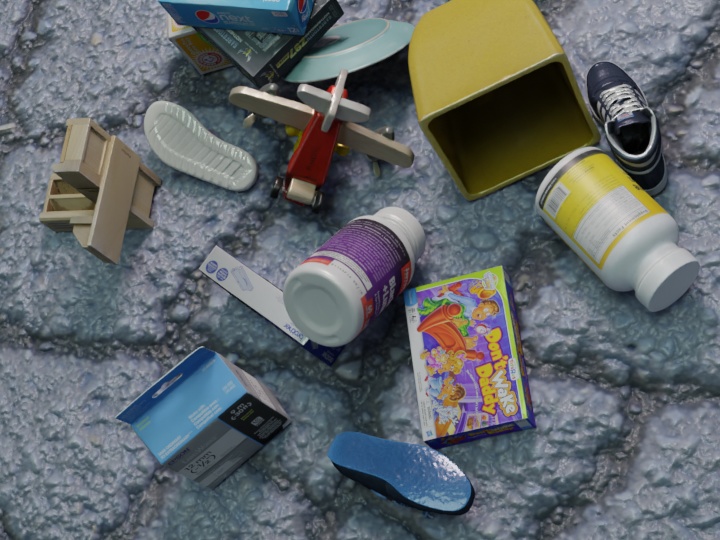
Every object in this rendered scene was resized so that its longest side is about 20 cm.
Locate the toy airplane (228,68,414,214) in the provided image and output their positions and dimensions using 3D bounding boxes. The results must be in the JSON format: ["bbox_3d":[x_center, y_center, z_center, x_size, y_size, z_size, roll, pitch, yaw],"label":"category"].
[{"bbox_3d":[-0.051,-0.192,1.708,0.198,0.201,0.142,-16,35,23],"label":"toy airplane"}]

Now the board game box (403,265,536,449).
[{"bbox_3d":[0.133,0.107,1.590,0.133,0.045,0.202,-15,64,17],"label":"board game box"}]

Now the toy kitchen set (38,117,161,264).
[{"bbox_3d":[-0.413,-0.092,1.808,0.179,0.200,0.165,-1,68,22],"label":"toy kitchen set"}]

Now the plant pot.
[{"bbox_3d":[0.167,-0.251,1.643,0.193,0.196,0.201,-24,56,12],"label":"plant pot"}]

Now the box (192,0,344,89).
[{"bbox_3d":[-0.143,-0.361,1.762,0.158,0.051,0.200,-45,61,-3],"label":"box"}]

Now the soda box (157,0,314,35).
[{"bbox_3d":[-0.165,-0.365,1.706,0.198,0.064,0.068,9,73,22],"label":"soda box"}]

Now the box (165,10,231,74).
[{"bbox_3d":[-0.173,-0.379,1.874,0.198,0.113,0.102,-13,65,15],"label":"box"}]

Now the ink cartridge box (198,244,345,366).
[{"bbox_3d":[-0.115,0.046,1.690,0.199,0.094,0.044,33,84,30],"label":"ink cartridge box"}]

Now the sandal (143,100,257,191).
[{"bbox_3d":[-0.232,-0.172,1.857,0.202,0.050,0.083,35,100,17],"label":"sandal"}]

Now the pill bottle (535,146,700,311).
[{"bbox_3d":[0.310,-0.047,1.541,0.112,0.112,0.200,-41,60,2],"label":"pill bottle"}]

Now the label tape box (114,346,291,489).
[{"bbox_3d":[-0.193,0.187,1.604,0.143,0.200,0.066,-40,61,3],"label":"label tape box"}]

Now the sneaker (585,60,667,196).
[{"bbox_3d":[0.326,-0.198,1.596,0.070,0.109,0.201,-23,62,12],"label":"sneaker"}]

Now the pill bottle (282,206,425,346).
[{"bbox_3d":[0.000,0.000,1.606,0.111,0.112,0.200,16,37,27],"label":"pill bottle"}]

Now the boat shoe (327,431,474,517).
[{"bbox_3d":[0.056,0.246,1.558,0.199,0.069,0.084,23,66,33],"label":"boat shoe"}]

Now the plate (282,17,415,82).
[{"bbox_3d":[-0.021,-0.311,1.766,0.198,0.026,0.201,-16,26,8],"label":"plate"}]
